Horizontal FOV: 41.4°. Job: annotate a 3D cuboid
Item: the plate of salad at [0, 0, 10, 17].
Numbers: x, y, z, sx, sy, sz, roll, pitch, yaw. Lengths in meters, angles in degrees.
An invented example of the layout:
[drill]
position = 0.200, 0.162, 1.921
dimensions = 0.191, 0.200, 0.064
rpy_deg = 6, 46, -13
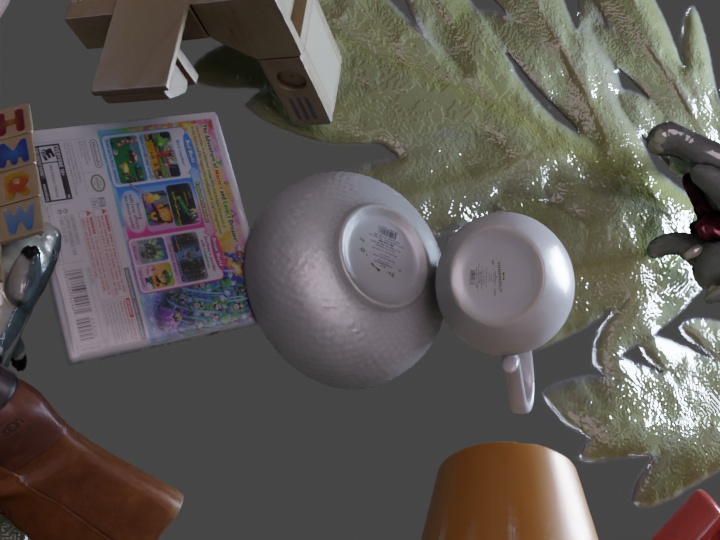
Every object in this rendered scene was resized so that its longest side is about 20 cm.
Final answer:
[plate of salad]
position = -0.390, -0.267, 0.793
dimensions = 0.197, 0.048, 0.204
rpy_deg = 3, 81, -22

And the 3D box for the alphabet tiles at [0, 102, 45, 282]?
[alphabet tiles]
position = -0.324, -0.058, 0.714
dimensions = 0.164, 0.006, 0.202
rpy_deg = -16, 56, -6

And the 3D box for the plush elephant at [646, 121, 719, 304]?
[plush elephant]
position = 0.388, -0.048, 1.039
dimensions = 0.198, 0.164, 0.157
rpy_deg = 27, 100, 21

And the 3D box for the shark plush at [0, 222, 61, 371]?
[shark plush]
position = -0.267, 0.058, 0.719
dimensions = 0.089, 0.083, 0.204
rpy_deg = -2, 79, 11

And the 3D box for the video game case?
[video game case]
position = -0.185, -0.034, 0.824
dimensions = 0.180, 0.024, 0.203
rpy_deg = -11, 77, -28

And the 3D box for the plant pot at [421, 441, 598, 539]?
[plant pot]
position = 0.124, 0.254, 0.788
dimensions = 0.198, 0.201, 0.185
rpy_deg = 20, 49, -18

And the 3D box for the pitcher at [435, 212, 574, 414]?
[pitcher]
position = 0.136, 0.042, 0.860
dimensions = 0.119, 0.200, 0.175
rpy_deg = -7, 81, 14

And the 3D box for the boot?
[boot]
position = -0.259, 0.169, 0.688
dimensions = 0.188, 0.069, 0.200
rpy_deg = -41, 121, 5

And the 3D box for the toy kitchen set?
[toy kitchen set]
position = -0.143, -0.179, 0.866
dimensions = 0.197, 0.181, 0.166
rpy_deg = 0, 63, 17

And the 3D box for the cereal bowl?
[cereal bowl]
position = 0.000, 0.000, 0.852
dimensions = 0.197, 0.083, 0.203
rpy_deg = 12, 67, -28

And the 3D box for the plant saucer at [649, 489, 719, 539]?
[plant saucer]
position = 0.347, 0.352, 0.935
dimensions = 0.198, 0.037, 0.201
rpy_deg = -32, 87, -30
